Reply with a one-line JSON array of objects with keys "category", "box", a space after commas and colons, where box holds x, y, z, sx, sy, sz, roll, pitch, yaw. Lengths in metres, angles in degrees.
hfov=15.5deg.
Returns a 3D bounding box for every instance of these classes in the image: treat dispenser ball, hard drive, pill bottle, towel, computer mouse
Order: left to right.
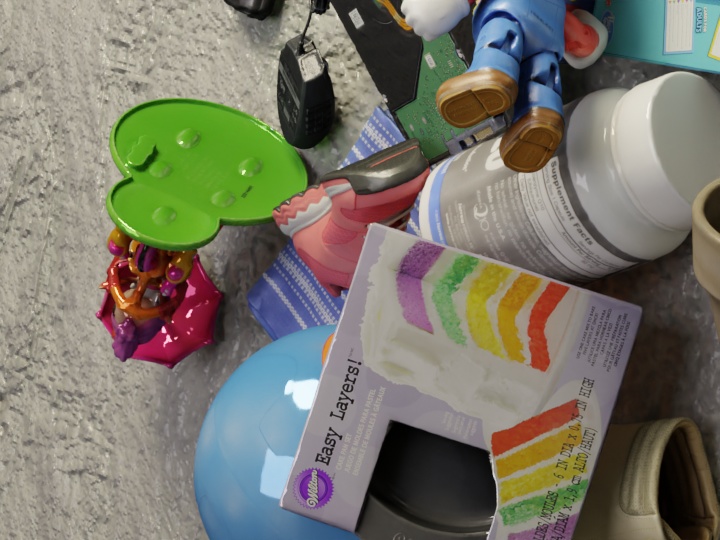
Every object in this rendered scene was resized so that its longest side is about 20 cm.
[{"category": "computer mouse", "box": [-0.030, -0.168, 1.887, 0.200, 0.034, 0.059, 100, 155, -44]}, {"category": "treat dispenser ball", "box": [-0.012, 0.137, 1.775, 0.201, 0.201, 0.201, -3, 86, 46]}, {"category": "towel", "box": [0.000, 0.000, 1.897, 0.200, 0.024, 0.145, -55, 53, 29]}, {"category": "hard drive", "box": [0.033, -0.174, 1.749, 0.200, 0.038, 0.140, 62, 157, -1]}, {"category": "pill bottle", "box": [0.143, -0.050, 1.684, 0.200, 0.114, 0.114, -23, 72, 43]}]

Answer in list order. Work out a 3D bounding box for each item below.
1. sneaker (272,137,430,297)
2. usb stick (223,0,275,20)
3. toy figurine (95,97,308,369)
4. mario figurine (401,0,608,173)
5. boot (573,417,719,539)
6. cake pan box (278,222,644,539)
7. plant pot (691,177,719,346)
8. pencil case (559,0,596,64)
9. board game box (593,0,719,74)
[{"category": "sneaker", "box": [0.009, -0.031, 1.813, 0.087, 0.074, 0.200, 65, 158, 1]}, {"category": "usb stick", "box": [-0.061, -0.287, 1.968, 0.055, 0.033, 0.200, 35, 113, 49]}, {"category": "toy figurine", "box": [-0.143, 0.000, 1.954, 0.150, 0.200, 0.184, 24, 124, 7]}, {"category": "mario figurine", "box": [0.092, -0.148, 1.634, 0.106, 0.124, 0.200, -1, 47, 17]}, {"category": "boot", "box": [0.154, 0.190, 1.694, 0.155, 0.073, 0.200, -2, 83, 45]}, {"category": "cake pan box", "box": [0.062, 0.091, 1.649, 0.184, 0.052, 0.200, 19, 86, 7]}, {"category": "plant pot", "box": [0.284, 0.046, 1.499, 0.200, 0.200, 0.174, 23, 121, 44]}, {"category": "pencil case", "box": [0.115, -0.232, 1.743, 0.078, 0.087, 0.200, 158, 112, -79]}, {"category": "board game box", "box": [0.239, -0.195, 1.637, 0.200, 0.047, 0.151, 16, 100, 45]}]
